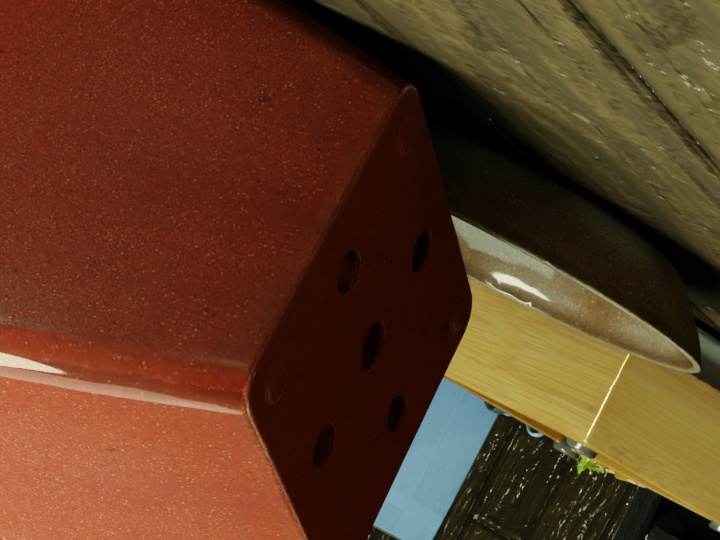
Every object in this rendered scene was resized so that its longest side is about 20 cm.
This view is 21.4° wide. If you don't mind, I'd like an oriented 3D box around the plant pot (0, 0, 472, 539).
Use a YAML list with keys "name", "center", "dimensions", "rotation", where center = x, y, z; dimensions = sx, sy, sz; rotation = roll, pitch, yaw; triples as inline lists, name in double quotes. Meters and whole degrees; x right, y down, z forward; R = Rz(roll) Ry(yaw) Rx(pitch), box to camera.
- name: "plant pot"
  center: [-0.071, 0.007, 0.683]
  dimensions: [0.176, 0.200, 0.200]
  rotation: [13, 147, 23]

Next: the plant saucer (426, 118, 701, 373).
- name: "plant saucer"
  center: [0.059, -0.019, 0.796]
  dimensions: [0.200, 0.037, 0.200]
  rotation: [28, 175, 2]

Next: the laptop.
- name: "laptop"
  center: [0.008, 0.090, 1.448]
  dimensions: [0.116, 0.188, 0.200]
  rotation: [25, 175, 32]

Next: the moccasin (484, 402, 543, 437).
- name: "moccasin"
  center: [0.111, 0.076, 1.434]
  dimensions: [0.200, 0.068, 0.080]
  rotation: [29, 176, -11]

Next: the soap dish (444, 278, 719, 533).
- name: "soap dish"
  center: [0.129, 0.061, 1.003]
  dimensions: [0.157, 0.081, 0.200]
  rotation: [30, 177, -31]

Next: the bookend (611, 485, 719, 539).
- name: "bookend"
  center: [0.273, 0.229, 1.322]
  dimensions: [0.199, 0.200, 0.092]
  rotation: [26, 176, 39]

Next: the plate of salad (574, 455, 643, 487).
- name: "plate of salad"
  center: [0.160, 0.098, 1.271]
  dimensions: [0.200, 0.048, 0.200]
  rotation: [37, 166, 11]
